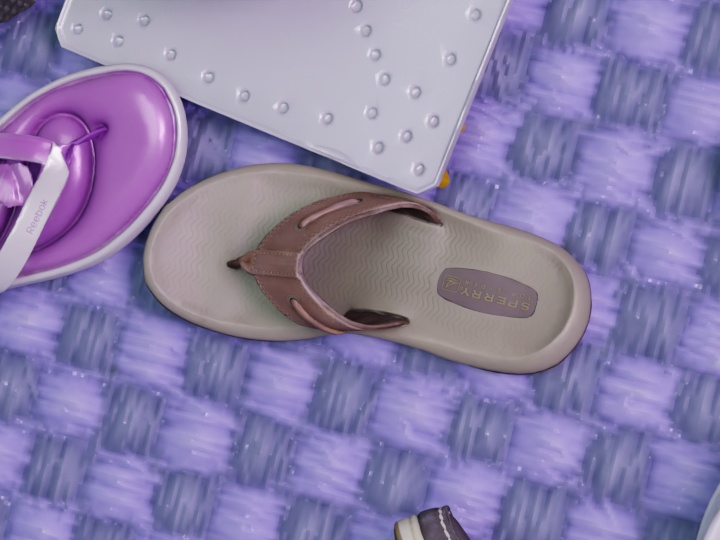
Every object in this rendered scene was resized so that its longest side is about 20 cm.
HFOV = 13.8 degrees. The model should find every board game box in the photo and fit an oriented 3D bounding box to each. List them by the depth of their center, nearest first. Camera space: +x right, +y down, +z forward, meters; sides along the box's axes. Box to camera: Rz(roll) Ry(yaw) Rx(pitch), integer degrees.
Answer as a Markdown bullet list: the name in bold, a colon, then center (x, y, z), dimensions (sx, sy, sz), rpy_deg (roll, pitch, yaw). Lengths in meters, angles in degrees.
- **board game box**: center (-0.014, -0.158, 1.305), dimensions (0.200, 0.026, 0.200), rpy_deg (23, 94, 23)

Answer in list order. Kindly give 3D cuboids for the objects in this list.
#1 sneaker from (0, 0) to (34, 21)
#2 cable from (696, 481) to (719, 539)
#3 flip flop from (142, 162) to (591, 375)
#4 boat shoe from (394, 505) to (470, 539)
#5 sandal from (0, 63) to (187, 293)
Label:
- **sneaker**: center (-0.157, -0.204, 1.343), dimensions (0.080, 0.074, 0.200), rpy_deg (21, 85, 31)
- **cable**: center (0.227, 0.138, 1.174), dimensions (0.200, 0.069, 0.200), rpy_deg (33, 107, 11)
- **flip flop**: center (0.000, 0.000, 1.280), dimensions (0.200, 0.058, 0.081), rpy_deg (13, 87, 17)
- **boat shoe**: center (0.088, 0.178, 1.232), dimensions (0.066, 0.072, 0.201), rpy_deg (-33, 81, 4)
- **sandal**: center (-0.166, -0.026, 1.324), dimensions (0.202, 0.050, 0.083), rpy_deg (-26, 86, 20)
